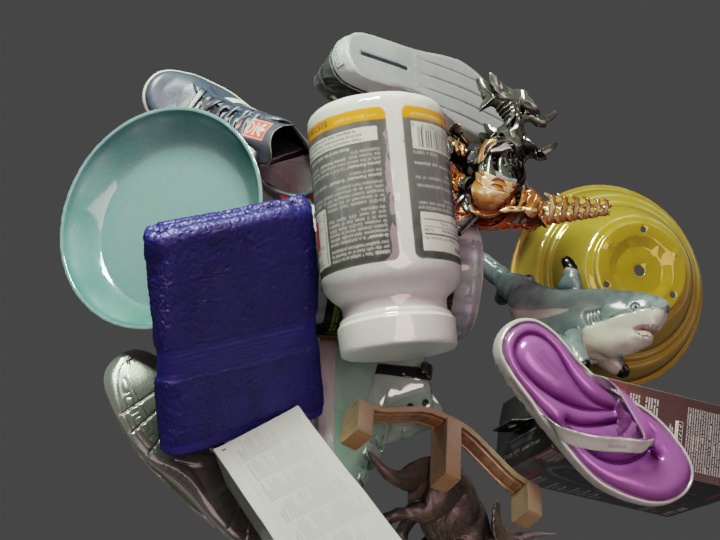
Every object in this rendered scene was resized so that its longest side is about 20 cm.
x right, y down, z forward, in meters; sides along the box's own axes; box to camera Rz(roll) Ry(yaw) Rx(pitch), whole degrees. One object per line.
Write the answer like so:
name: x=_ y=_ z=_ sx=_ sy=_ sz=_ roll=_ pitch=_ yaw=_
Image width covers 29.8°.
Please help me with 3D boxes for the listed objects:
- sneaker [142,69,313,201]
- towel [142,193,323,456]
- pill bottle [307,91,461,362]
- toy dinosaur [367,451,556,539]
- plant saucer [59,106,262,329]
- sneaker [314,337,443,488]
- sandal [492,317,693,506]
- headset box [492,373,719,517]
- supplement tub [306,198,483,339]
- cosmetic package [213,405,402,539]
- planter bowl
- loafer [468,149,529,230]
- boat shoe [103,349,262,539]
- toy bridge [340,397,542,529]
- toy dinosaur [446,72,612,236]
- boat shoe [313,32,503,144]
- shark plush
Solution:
sneaker: x=-0.105 y=-0.124 z=1.217 sx=0.199 sy=0.085 sz=0.075 roll=31 pitch=74 yaw=-5
towel: x=-0.104 y=0.043 z=1.102 sx=0.147 sy=0.050 sz=0.201 roll=-13 pitch=116 yaw=-25
pill bottle: x=0.021 y=-0.033 z=1.085 sx=0.116 sy=0.116 sz=0.201 roll=-2 pitch=78 yaw=-13
toy dinosaur: x=0.071 y=0.212 z=1.192 sx=0.200 sy=0.077 sz=0.102 roll=46 pitch=69 yaw=-15
plant saucer: x=-0.168 y=-0.042 z=1.174 sx=0.199 sy=0.036 sz=0.201 roll=-7 pitch=71 yaw=20
sneaker: x=0.018 y=0.158 z=1.193 sx=0.117 sy=0.074 sz=0.202 roll=2 pitch=76 yaw=-7
sandal: x=0.190 y=0.118 z=1.098 sx=0.202 sy=0.050 sz=0.083 roll=39 pitch=68 yaw=0
headset box: x=0.219 y=0.153 z=1.201 sx=0.199 sy=0.149 sz=0.078 roll=14 pitch=69 yaw=-11
supplement tub: x=0.000 y=0.000 z=1.198 sx=0.199 sy=0.123 sz=0.123 roll=3 pitch=78 yaw=-13
cosmetic package: x=-0.037 y=0.195 z=1.056 sx=0.082 sy=0.200 sz=0.051 roll=-24 pitch=129 yaw=-16
planter bowl: x=0.248 y=0.007 z=1.274 sx=0.199 sy=0.083 sz=0.202 roll=2 pitch=79 yaw=-12
loafer: x=0.067 y=-0.087 z=1.256 sx=0.199 sy=0.071 sz=0.074 roll=10 pitch=77 yaw=-11
boat shoe: x=-0.149 y=0.157 z=1.166 sx=0.202 sy=0.065 sz=0.074 roll=46 pitch=64 yaw=1
toy bridge: x=0.074 y=0.157 z=1.161 sx=0.199 sy=0.027 sz=0.067 roll=27 pitch=40 yaw=-20
toy dinosaur: x=0.112 y=-0.078 z=1.173 sx=0.199 sy=0.102 sz=0.136 roll=26 pitch=63 yaw=-5
boat shoe: x=0.047 y=-0.166 z=1.271 sx=0.199 sy=0.071 sz=0.073 roll=21 pitch=61 yaw=-29
shark plush: x=0.186 y=0.028 z=1.229 sx=0.091 sy=0.200 sz=0.084 roll=15 pitch=101 yaw=-40
